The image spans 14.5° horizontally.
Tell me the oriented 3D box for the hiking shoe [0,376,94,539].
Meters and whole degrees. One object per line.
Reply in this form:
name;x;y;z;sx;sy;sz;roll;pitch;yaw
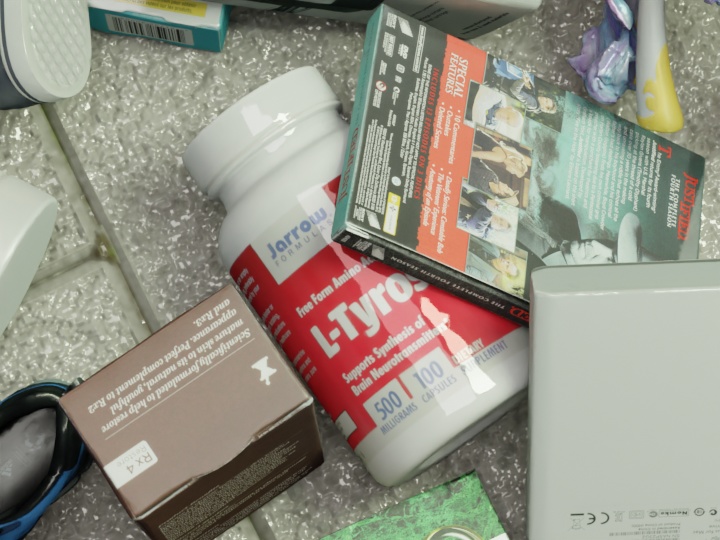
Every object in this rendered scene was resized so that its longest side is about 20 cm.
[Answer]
hiking shoe;-0.209;0.131;1.425;0.074;0.087;0.200;35;81;6

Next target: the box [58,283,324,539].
box;-0.078;0.079;1.379;0.100;0.200;0.075;-34;81;-6

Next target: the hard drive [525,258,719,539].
hard drive;0.148;0.083;1.400;0.131;0.200;0.026;-2;36;-1

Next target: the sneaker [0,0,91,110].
sneaker;-0.184;-0.180;1.461;0.079;0.078;0.201;-10;70;36

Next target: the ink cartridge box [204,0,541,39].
ink cartridge box;-0.011;-0.207;1.457;0.199;0.083;0.147;7;79;-24

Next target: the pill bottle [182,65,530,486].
pill bottle;0.000;0.000;1.440;0.112;0.112;0.200;-35;82;-7

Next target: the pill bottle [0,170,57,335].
pill bottle;-0.263;-0.038;1.442;0.200;0.114;0.114;26;80;4

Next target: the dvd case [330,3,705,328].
dvd case;0.084;-0.037;1.428;0.200;0.022;0.146;23;52;-18

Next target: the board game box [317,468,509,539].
board game box;-0.010;0.187;1.420;0.200;0.023;0.105;-24;75;-12

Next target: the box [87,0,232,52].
box;-0.094;-0.224;1.511;0.082;0.049;0.201;11;80;1

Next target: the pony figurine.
pony figurine;0.159;-0.174;1.415;0.193;0.167;0.201;15;122;23
